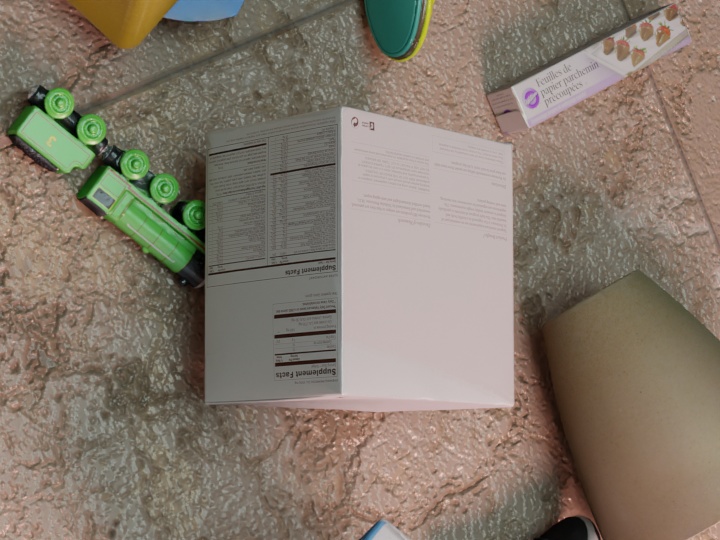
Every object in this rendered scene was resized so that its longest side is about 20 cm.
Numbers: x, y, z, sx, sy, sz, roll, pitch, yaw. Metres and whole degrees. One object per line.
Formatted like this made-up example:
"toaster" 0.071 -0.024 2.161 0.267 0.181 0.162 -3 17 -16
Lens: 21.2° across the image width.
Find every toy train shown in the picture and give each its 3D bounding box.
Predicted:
"toy train" -0.172 -0.059 1.412 0.200 0.042 0.056 40 76 -20

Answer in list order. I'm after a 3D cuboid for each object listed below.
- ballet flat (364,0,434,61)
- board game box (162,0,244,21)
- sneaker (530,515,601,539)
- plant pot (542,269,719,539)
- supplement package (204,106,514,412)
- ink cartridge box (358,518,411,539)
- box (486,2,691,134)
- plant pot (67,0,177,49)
"ballet flat" 0.035 -0.267 1.545 0.067 0.067 0.201 -8 86 -51
"board game box" -0.138 -0.281 1.457 0.158 0.039 0.201 29 73 -10
"sneaker" 0.109 0.247 1.516 0.200 0.072 0.083 -42 103 -27
"plant pot" 0.237 0.107 1.561 0.187 0.187 0.201 -26 83 -29
"supplement package" 0.000 0.000 1.417 0.191 0.147 0.201 8 79 -46
"ink cartridge box" 0.002 0.296 1.357 0.146 0.200 0.147 40 65 3
"box" 0.196 -0.172 1.635 0.200 0.041 0.039 -29 98 -30
"plant pot" -0.158 -0.310 1.340 0.200 0.176 0.200 42 72 -6
